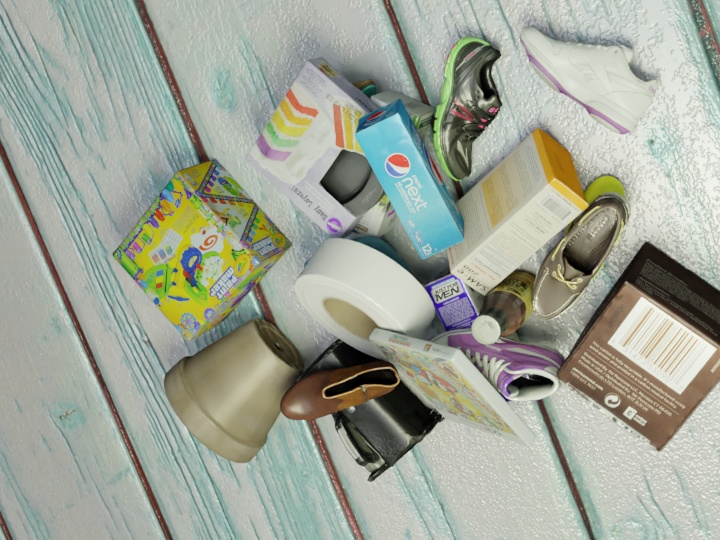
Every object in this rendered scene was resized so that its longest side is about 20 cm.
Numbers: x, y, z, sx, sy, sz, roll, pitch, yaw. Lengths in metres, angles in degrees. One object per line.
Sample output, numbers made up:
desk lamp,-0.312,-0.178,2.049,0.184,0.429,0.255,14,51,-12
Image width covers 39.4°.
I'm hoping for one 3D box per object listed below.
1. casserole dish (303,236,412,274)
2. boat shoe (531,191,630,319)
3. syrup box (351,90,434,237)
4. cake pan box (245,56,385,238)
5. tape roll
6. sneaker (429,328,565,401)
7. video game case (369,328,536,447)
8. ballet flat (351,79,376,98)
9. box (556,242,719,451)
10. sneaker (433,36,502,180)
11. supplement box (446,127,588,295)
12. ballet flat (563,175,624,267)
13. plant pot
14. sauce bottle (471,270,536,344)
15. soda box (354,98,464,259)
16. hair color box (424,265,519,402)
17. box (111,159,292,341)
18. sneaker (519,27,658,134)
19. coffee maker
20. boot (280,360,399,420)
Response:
casserole dish,0.000,0.000,1.517,0.121,0.039,0.199,44,146,-23
boat shoe,0.287,-0.013,1.340,0.072,0.059,0.201,36,114,8
syrup box,0.032,-0.154,1.478,0.081,0.079,0.202,25,113,15
cake pan box,-0.042,-0.168,1.436,0.200,0.052,0.185,43,119,7
tape roll,0.005,0.044,1.447,0.201,0.071,0.203,28,157,13
sneaker,0.175,0.129,1.356,0.198,0.114,0.074,3,104,17
video game case,0.124,0.159,1.375,0.200,0.023,0.181,48,159,-30
ballet flat,-0.048,-0.215,1.514,0.072,0.067,0.201,46,123,27
box,0.385,0.095,1.325,0.165,0.200,0.165,35,116,11
sneaker,0.153,-0.221,1.407,0.083,0.077,0.202,15,111,24
supplement box,0.208,-0.080,1.388,0.073,0.127,0.200,32,122,-27
ballet flat,0.307,-0.034,1.397,0.066,0.067,0.201,29,114,12
plant pot,-0.189,0.178,1.626,0.174,0.200,0.200,-44,85,12
sauce bottle,0.203,0.052,1.394,0.065,0.200,0.067,6,106,20
soda box,0.068,-0.121,1.349,0.067,0.064,0.201,-23,113,17
hair color box,0.175,0.087,1.467,0.064,0.109,0.202,-22,95,27
box,-0.255,-0.033,1.617,0.193,0.122,0.200,48,117,5
sneaker,0.303,-0.271,1.340,0.199,0.075,0.100,39,98,9
coffee maker,0.021,0.191,1.571,0.192,0.135,0.200,-42,87,3
boot,-0.033,0.175,1.407,0.186,0.200,0.069,-10,87,3
